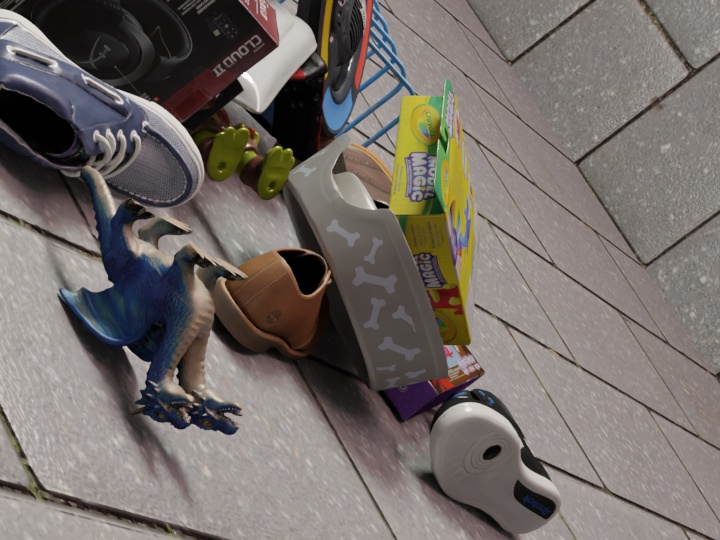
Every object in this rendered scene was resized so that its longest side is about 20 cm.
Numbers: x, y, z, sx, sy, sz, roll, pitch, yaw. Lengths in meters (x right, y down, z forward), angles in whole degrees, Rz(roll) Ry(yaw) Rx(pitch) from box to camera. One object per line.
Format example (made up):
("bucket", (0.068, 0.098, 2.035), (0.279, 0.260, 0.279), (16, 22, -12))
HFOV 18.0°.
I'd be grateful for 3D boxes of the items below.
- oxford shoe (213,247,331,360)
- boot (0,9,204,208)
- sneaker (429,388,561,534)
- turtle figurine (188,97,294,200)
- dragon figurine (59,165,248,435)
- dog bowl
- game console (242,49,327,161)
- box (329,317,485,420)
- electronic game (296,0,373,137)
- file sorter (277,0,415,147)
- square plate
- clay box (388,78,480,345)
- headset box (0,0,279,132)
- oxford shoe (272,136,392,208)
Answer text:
("oxford shoe", (-0.046, 0.018, 1.623), (0.071, 0.071, 0.200), (52, 8, 7))
("boot", (-0.173, -0.080, 1.434), (0.200, 0.073, 0.090), (33, 20, -34))
("sneaker", (0.085, 0.131, 1.817), (0.112, 0.073, 0.200), (59, 5, 37))
("turtle figurine", (-0.130, -0.116, 1.683), (0.161, 0.064, 0.200), (42, 0, 43))
("dragon figurine", (-0.134, 0.016, 1.332), (0.200, 0.100, 0.059), (38, 6, 29))
("dog bowl", (0.000, 0.000, 1.698), (0.200, 0.059, 0.201), (157, -90, -85))
("game console", (-0.133, -0.178, 1.829), (0.200, 0.119, 0.173), (45, -29, 26))
("box", (0.032, 0.050, 1.887), (0.137, 0.039, 0.200), (53, 13, 6))
("electronic game", (-0.017, -0.212, 1.914), (0.200, 0.041, 0.201), (7, 90, -79))
("file sorter", (-0.042, -0.206, 2.126), (0.139, 0.123, 0.200), (46, 14, -31))
("square plate", (-0.133, -0.203, 1.707), (0.200, 0.028, 0.198), (31, 24, 0))
("clay box", (0.057, -0.045, 1.736), (0.200, 0.047, 0.115), (74, 18, -52))
("headset box", (-0.161, -0.179, 1.552), (0.200, 0.149, 0.077), (47, 15, -22))
("oxford shoe", (-0.007, -0.061, 1.898), (0.200, 0.071, 0.073), (32, 14, 27))
